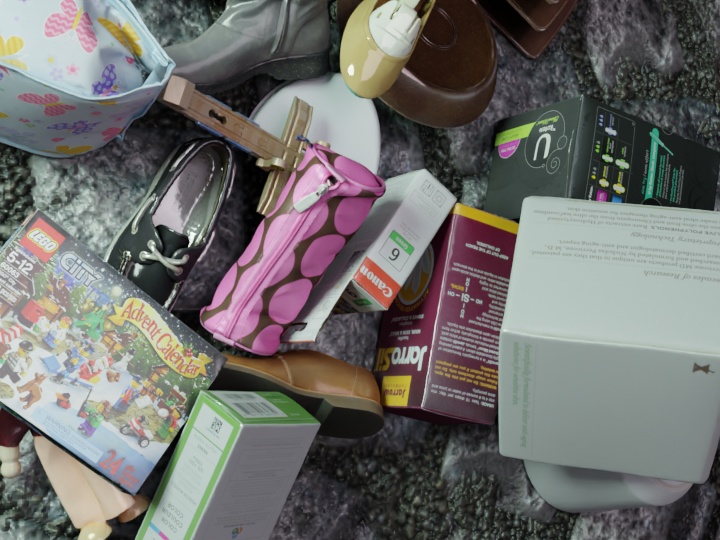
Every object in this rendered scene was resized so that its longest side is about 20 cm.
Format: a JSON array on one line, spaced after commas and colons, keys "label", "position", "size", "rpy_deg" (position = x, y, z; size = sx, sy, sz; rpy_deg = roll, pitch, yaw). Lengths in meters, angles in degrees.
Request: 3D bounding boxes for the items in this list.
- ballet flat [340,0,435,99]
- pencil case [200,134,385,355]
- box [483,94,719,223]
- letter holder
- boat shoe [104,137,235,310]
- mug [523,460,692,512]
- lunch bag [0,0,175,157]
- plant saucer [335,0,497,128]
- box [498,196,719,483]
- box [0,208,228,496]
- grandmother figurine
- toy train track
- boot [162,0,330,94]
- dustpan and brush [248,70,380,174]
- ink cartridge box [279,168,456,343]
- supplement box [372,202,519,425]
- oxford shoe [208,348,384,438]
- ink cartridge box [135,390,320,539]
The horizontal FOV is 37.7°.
[{"label": "ballet flat", "position": [0.035, -0.247, 0.996], "size": [0.069, 0.063, 0.200], "rpy_deg": [33, 55, -17]}, {"label": "pencil case", "position": [-0.064, -0.015, 0.925], "size": [0.091, 0.094, 0.200], "rpy_deg": [31, 105, -6]}, {"label": "box", "position": [0.256, -0.087, 1.128], "size": [0.200, 0.148, 0.125], "rpy_deg": [16, 78, -26]}, {"label": "letter holder", "position": [0.220, -0.353, 1.166], "size": [0.142, 0.100, 0.200], "rpy_deg": [39, 68, -22]}, {"label": "boat shoe", "position": [-0.167, -0.029, 0.929], "size": [0.074, 0.060, 0.200], "rpy_deg": [34, 70, -22]}, {"label": "mug", "position": [0.275, 0.166, 1.109], "size": [0.149, 0.153, 0.187], "rpy_deg": [10, 79, -27]}, {"label": "lunch bag", "position": [-0.263, -0.174, 0.839], "size": [0.200, 0.170, 0.127], "rpy_deg": [23, 71, -22]}, {"label": "plant saucer", "position": [0.068, -0.242, 1.078], "size": [0.200, 0.034, 0.201], "rpy_deg": [14, 64, -29]}, {"label": "box", "position": [0.235, 0.065, 0.974], "size": [0.199, 0.199, 0.172], "rpy_deg": [5, 48, 12]}, {"label": "box", "position": [-0.224, 0.067, 0.847], "size": [0.200, 0.038, 0.137], "rpy_deg": [41, 68, -19]}, {"label": "grandmother figurine", "position": [-0.248, 0.125, 0.880], "size": [0.121, 0.060, 0.200], "rpy_deg": [-37, 105, -36]}, {"label": "toy train track", "position": [-0.088, -0.116, 0.926], "size": [0.200, 0.032, 0.115], "rpy_deg": [27, 75, -40]}, {"label": "boot", "position": [-0.112, -0.236, 0.950], "size": [0.200, 0.070, 0.132], "rpy_deg": [-17, 129, -30]}, {"label": "dustpan and brush", "position": [-0.022, -0.169, 1.045], "size": [0.139, 0.057, 0.200], "rpy_deg": [29, 78, -13]}, {"label": "ink cartridge box", "position": [0.000, 0.000, 0.999], "size": [0.050, 0.109, 0.200], "rpy_deg": [40, 68, -20]}, {"label": "supplement box", "position": [0.083, 0.046, 1.040], "size": [0.085, 0.110, 0.201], "rpy_deg": [16, 77, -26]}, {"label": "oxford shoe", "position": [-0.074, 0.103, 0.985], "size": [0.200, 0.071, 0.071], "rpy_deg": [17, 47, -24]}, {"label": "ink cartridge box", "position": [-0.122, 0.203, 0.900], "size": [0.104, 0.059, 0.200], "rpy_deg": [10, 106, -54]}]
